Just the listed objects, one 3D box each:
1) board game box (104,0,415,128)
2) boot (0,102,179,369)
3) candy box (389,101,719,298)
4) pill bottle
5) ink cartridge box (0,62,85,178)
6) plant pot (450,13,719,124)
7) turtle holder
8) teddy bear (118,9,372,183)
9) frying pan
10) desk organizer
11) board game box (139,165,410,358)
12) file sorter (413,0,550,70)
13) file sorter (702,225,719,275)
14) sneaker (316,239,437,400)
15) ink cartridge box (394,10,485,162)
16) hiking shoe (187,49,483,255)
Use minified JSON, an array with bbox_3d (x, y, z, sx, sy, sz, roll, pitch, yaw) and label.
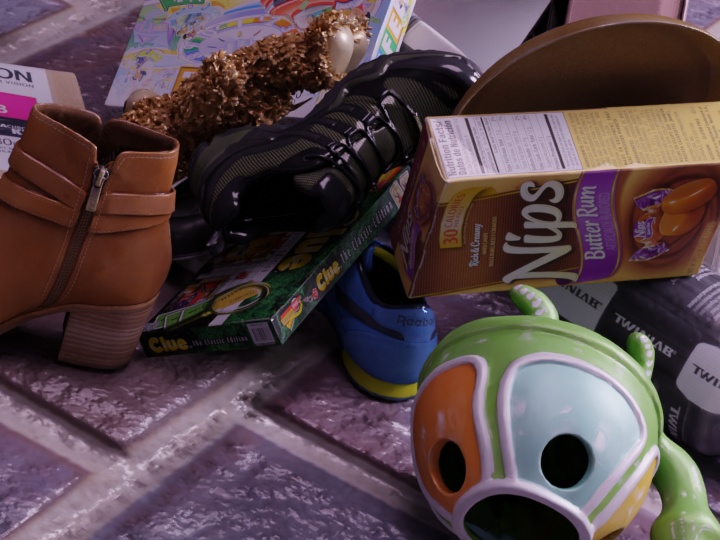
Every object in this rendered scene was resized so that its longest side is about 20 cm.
[{"bbox_3d":[-0.070,-0.159,1.749,0.199,0.034,0.135,5,63,26],"label":"board game box"},{"bbox_3d":[-0.208,-0.024,1.457,0.199,0.156,0.077,11,30,-10],"label":"boot"},{"bbox_3d":[0.127,-0.044,1.535,0.199,0.117,0.057,-4,53,-15],"label":"candy box"},{"bbox_3d":[0.212,0.051,1.618,0.200,0.106,0.106,34,32,27],"label":"pill bottle"},{"bbox_3d":[-0.274,-0.073,1.593,0.199,0.075,0.165,5,32,-20],"label":"ink cartridge box"},{"bbox_3d":[0.142,-0.095,1.542,0.199,0.200,0.028,3,50,-25],"label":"plant pot"},{"bbox_3d":[0.112,0.116,1.447,0.186,0.141,0.132,49,33,-29],"label":"turtle holder"},{"bbox_3d":[-0.082,-0.118,1.612,0.067,0.200,0.145,60,27,-3],"label":"teddy bear"},{"bbox_3d":[-0.060,-0.049,1.619,0.190,0.031,0.115,-11,26,28],"label":"frying pan"},{"bbox_3d":[0.153,-0.135,1.661,0.077,0.072,0.200,14,-15,-6],"label":"desk organizer"},{"bbox_3d":[-0.050,-0.007,1.572,0.105,0.024,0.200,-5,27,31],"label":"board game box"},{"bbox_3d":[0.045,-0.222,1.974,0.199,0.139,0.125,8,27,-18],"label":"file sorter"},{"bbox_3d":[0.258,-0.073,1.755,0.124,0.139,0.200,9,6,-28],"label":"file sorter"},{"bbox_3d":[0.000,0.000,1.620,0.066,0.079,0.200,0,32,-26],"label":"sneaker"},{"bbox_3d":[0.038,-0.133,1.803,0.200,0.083,0.147,42,3,36],"label":"ink cartridge box"},{"bbox_3d":[-0.008,-0.065,1.538,0.200,0.076,0.101,-25,38,6],"label":"hiking shoe"}]
